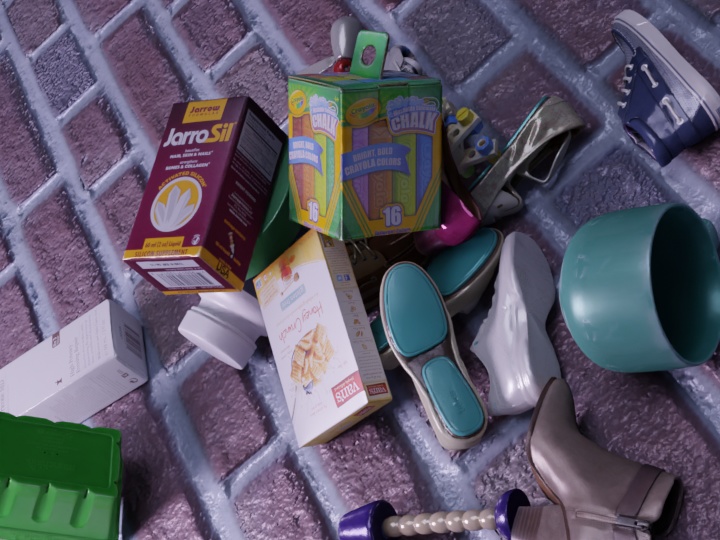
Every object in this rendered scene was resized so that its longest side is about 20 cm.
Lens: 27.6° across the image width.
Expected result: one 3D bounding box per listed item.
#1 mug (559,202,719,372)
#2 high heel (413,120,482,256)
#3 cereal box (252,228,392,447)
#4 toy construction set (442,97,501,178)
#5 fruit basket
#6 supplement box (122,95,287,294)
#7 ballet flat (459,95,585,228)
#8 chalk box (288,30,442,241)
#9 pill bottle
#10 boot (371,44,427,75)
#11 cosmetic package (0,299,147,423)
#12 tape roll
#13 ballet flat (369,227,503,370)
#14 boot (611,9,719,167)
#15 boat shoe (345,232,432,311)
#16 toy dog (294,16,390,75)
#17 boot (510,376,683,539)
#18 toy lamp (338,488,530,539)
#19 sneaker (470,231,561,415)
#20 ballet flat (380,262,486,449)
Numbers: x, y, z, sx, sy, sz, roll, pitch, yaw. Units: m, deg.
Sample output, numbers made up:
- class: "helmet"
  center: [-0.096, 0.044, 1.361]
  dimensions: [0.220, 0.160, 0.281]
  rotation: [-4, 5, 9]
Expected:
- class: "mug"
  center: [0.265, 0.020, 1.382]
  dimensions: [0.114, 0.184, 0.153]
  rotation: [-9, 79, 37]
- class: "high heel"
  center: [0.092, -0.120, 1.571]
  dimensions: [0.096, 0.067, 0.202]
  rotation: [-28, 64, 49]
- class: "cereal box"
  center: [-0.044, 0.072, 1.569]
  dimensions: [0.144, 0.039, 0.201]
  rotation: [-39, 62, 48]
- class: "toy construction set"
  center: [0.056, -0.127, 1.696]
  dimensions: [0.199, 0.092, 0.132]
  rotation: [-29, 45, 5]
- class: "fruit basket"
  center: [-0.381, 0.257, 1.721]
  dimensions: [0.214, 0.216, 0.156]
  rotation: [-25, 46, 23]
- class: "supplement box"
  center: [-0.168, -0.082, 1.597]
  dimensions: [0.110, 0.086, 0.201]
  rotation: [-2, 61, 32]
- class: "ballet flat"
  center: [0.168, -0.102, 1.599]
  dimensions: [0.062, 0.067, 0.200]
  rotation: [40, 96, 16]
- class: "chalk box"
  center: [0.003, -0.144, 1.512]
  dimensions: [0.124, 0.123, 0.202]
  rotation: [22, 116, 59]
- class: "pill bottle"
  center: [-0.122, 0.008, 1.714]
  dimensions: [0.119, 0.120, 0.201]
  rotation: [19, 74, 45]
- class: "boot"
  center: [0.027, -0.206, 1.669]
  dimensions: [0.095, 0.074, 0.200]
  rotation: [-40, 19, 15]
- class: "cosmetic package"
  center: [-0.368, 0.134, 1.858]
  dimensions: [0.199, 0.074, 0.102]
  rotation: [-31, 44, 16]
- class: "tape roll"
  center: [-0.151, -0.080, 1.675]
  dimensions: [0.199, 0.048, 0.202]
  rotation: [-16, 55, 24]
- class: "ballet flat"
  center: [0.082, 0.035, 1.568]
  dimensions: [0.200, 0.070, 0.070]
  rotation: [-39, 43, 2]
- class: "boot"
  center: [0.299, -0.196, 1.551]
  dimensions: [0.090, 0.073, 0.200]
  rotation: [-36, 44, 4]
- class: "boat shoe"
  center: [0.000, 0.000, 1.652]
  dimensions: [0.200, 0.074, 0.076]
  rotation: [-41, 43, 8]
- class: "toy dog"
  center: [-0.030, -0.202, 1.814]
  dimensions: [0.201, 0.131, 0.096]
  rotation: [-59, 5, -19]
- class: "boot"
  center: [0.222, 0.192, 1.344]
  dimensions: [0.145, 0.070, 0.201]
  rotation: [-1, 60, 31]
- class: "toy lamp"
  center: [0.067, 0.247, 1.429]
  dimensions: [0.199, 0.058, 0.059]
  rotation: [-13, 53, 34]
- class: "sneaker"
  center: [0.149, 0.054, 1.500]
  dimensions: [0.088, 0.075, 0.201]
  rotation: [-28, 46, 36]
- class: "ballet flat"
  center: [0.071, 0.090, 1.489]
  dimensions: [0.069, 0.069, 0.201]
  rotation: [-27, 69, 21]
